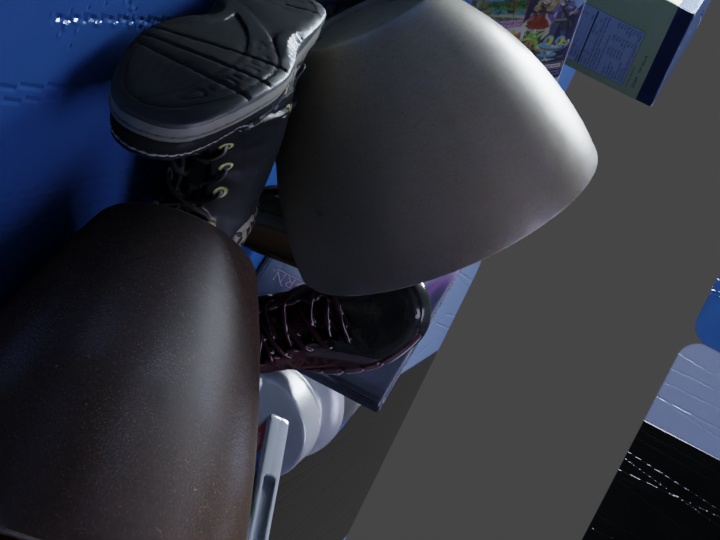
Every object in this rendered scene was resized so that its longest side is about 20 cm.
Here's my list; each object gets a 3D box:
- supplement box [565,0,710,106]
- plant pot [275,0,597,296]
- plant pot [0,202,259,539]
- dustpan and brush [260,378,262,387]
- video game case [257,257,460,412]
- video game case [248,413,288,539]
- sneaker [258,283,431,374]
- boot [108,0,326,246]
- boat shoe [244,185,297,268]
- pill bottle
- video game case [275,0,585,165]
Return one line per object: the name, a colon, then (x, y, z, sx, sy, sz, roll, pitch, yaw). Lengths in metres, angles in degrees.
supplement box: (0.295, -0.328, 1.637, 0.200, 0.199, 0.135, -53, 167, -44)
plant pot: (0.027, -0.094, 0.873, 0.200, 0.200, 0.135, -50, 122, -50)
plant pot: (-0.124, 0.072, 0.704, 0.187, 0.186, 0.201, 100, 7, -59)
dustpan and brush: (-0.139, 0.129, 1.027, 0.200, 0.057, 0.140, -52, 166, -45)
video game case: (0.000, 0.000, 1.163, 0.200, 0.142, 0.019, -58, 167, -25)
video game case: (-0.105, 0.217, 1.017, 0.143, 0.017, 0.201, -47, -155, 42)
sneaker: (-0.056, 0.050, 0.972, 0.115, 0.199, 0.076, -23, 97, -58)
boot: (-0.085, -0.060, 0.767, 0.204, 0.073, 0.154, -56, 169, -59)
boat shoe: (-0.053, -0.039, 1.032, 0.200, 0.073, 0.063, 131, -20, -87)
pill bottle: (-0.051, 0.090, 1.221, 0.200, 0.113, 0.114, -44, 159, -60)
video game case: (0.044, -0.140, 0.977, 0.183, 0.199, 0.023, 102, -22, -56)
